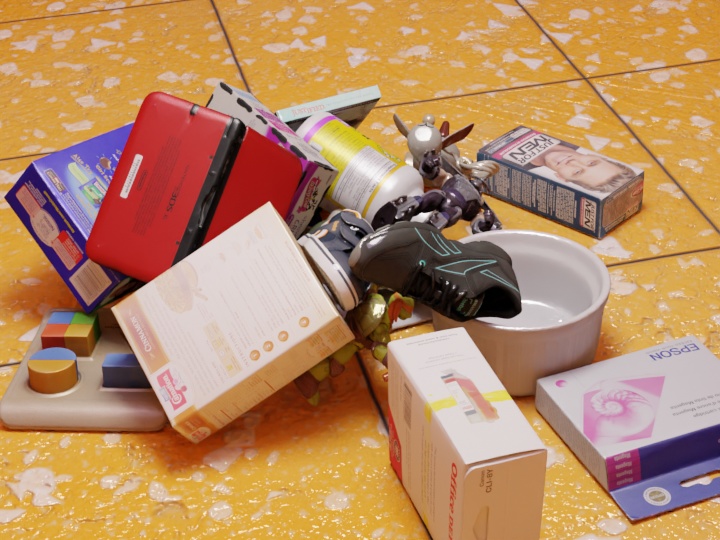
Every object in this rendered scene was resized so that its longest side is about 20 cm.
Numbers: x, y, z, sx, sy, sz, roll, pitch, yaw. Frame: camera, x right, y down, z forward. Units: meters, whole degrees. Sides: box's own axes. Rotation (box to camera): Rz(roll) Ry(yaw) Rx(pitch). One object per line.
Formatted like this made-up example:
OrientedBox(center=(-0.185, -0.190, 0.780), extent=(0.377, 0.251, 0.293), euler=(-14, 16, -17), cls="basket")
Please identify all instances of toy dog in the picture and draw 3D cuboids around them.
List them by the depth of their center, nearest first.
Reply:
OrientedBox(center=(0.099, -0.162, 1.881), extent=(0.130, 0.098, 0.200), euler=(12, -11, -11), cls="toy dog")

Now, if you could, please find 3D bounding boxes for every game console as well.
OrientedBox(center=(-0.182, -0.070, 1.648), extent=(0.170, 0.202, 0.119), euler=(19, -7, 12), cls="game console")

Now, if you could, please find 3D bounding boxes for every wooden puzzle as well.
OrientedBox(center=(-0.282, 0.094, 1.616), extent=(0.182, 0.047, 0.201), euler=(1, 32, 4), cls="wooden puzzle")

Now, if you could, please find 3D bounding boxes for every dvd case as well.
OrientedBox(center=(-0.068, -0.179, 1.937), extent=(0.144, 0.200, 0.022), euler=(-17, 78, -23), cls="dvd case")

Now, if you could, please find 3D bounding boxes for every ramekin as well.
OrientedBox(center=(0.170, 0.047, 1.616), extent=(0.197, 0.099, 0.201), euler=(-1, 33, 1), cls="ramekin")

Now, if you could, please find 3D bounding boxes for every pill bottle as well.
OrientedBox(center=(0.006, -0.102, 1.815), extent=(0.199, 0.105, 0.104), euler=(35, 44, 18), cls="pill bottle")

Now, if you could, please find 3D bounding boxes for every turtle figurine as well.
OrientedBox(center=(0.001, 0.072, 1.551), extent=(0.161, 0.064, 0.201), euler=(-36, 38, 18), cls="turtle figurine")

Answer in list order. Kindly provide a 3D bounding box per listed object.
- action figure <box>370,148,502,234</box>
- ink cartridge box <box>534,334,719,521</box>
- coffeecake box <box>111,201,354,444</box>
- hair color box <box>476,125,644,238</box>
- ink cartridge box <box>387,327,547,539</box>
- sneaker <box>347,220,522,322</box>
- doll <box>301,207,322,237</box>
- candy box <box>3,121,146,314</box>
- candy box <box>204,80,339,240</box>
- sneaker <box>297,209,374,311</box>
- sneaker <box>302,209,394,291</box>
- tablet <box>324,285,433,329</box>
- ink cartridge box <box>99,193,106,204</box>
OrientedBox(center=(0.100, -0.075, 1.716), extent=(0.130, 0.070, 0.199), euler=(40, 36, 15), cls="action figure")
OrientedBox(center=(0.306, 0.152, 1.497), extent=(0.194, 0.044, 0.200), euler=(-14, 33, -18), cls="ink cartridge box")
OrientedBox(center=(-0.131, 0.054, 1.521), extent=(0.199, 0.073, 0.154), euler=(-33, 64, 1), cls="coffeecake box")
OrientedBox(center=(0.254, -0.116, 1.905), extent=(0.199, 0.061, 0.100), euler=(25, 42, 35), cls="hair color box")
OrientedBox(center=(0.095, 0.171, 1.381), extent=(0.082, 0.147, 0.201), euler=(-10, 33, -15), cls="ink cartridge box")
OrientedBox(center=(0.082, 0.004, 1.492), extent=(0.198, 0.076, 0.080), euler=(6, 42, -30), cls="sneaker")
OrientedBox(center=(-0.077, -0.089, 1.891), extent=(0.134, 0.049, 0.201), euler=(6, 34, -4), cls="doll")
OrientedBox(center=(-0.285, -0.065, 1.724), extent=(0.170, 0.077, 0.199), euler=(54, 36, 3), cls="candy box")
OrientedBox(center=(-0.131, -0.118, 1.789), extent=(0.061, 0.137, 0.200), euler=(16, 22, -50), cls="candy box")
OrientedBox(center=(-0.015, -0.018, 1.569), extent=(0.079, 0.079, 0.200), euler=(-30, 17, -3), cls="sneaker")
OrientedBox(center=(0.000, 0.000, 1.715), extent=(0.089, 0.068, 0.199), euler=(-33, 42, -27), cls="sneaker")
OrientedBox(center=(0.028, 0.029, 1.733), extent=(0.197, 0.014, 0.130), euler=(-14, 34, -18), cls="tablet")
OrientedBox(center=(-0.201, -0.035, 1.699), extent=(0.039, 0.200, 0.100), euler=(-33, 16, 35), cls="ink cartridge box")
